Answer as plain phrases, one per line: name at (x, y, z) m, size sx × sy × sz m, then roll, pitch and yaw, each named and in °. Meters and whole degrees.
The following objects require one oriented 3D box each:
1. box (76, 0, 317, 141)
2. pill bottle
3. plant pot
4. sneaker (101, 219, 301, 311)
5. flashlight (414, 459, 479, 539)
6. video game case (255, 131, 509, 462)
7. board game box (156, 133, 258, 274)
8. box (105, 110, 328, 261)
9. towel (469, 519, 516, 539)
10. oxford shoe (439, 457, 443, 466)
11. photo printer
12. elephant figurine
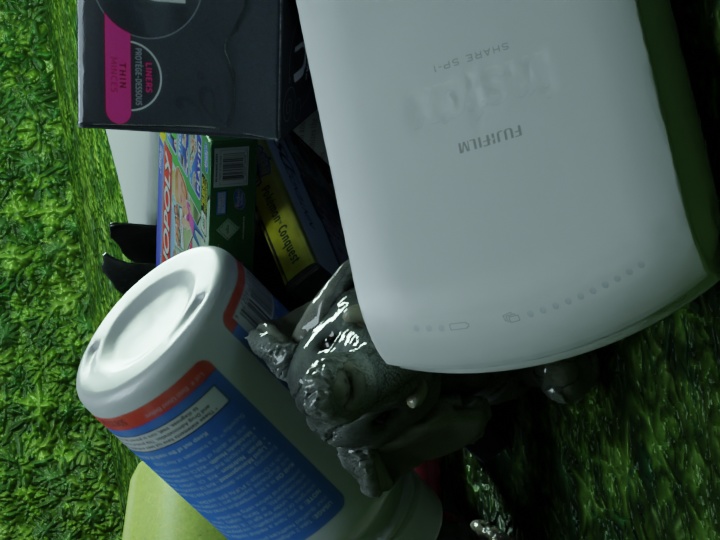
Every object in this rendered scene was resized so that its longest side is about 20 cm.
box at (-0.061, -0.147, 1.104) m, size 0.200 × 0.105 × 0.123 m, roll -51°, pitch -36°, yaw -69°
pill bottle at (-0.048, 0.091, 1.197) m, size 0.200 × 0.112 × 0.112 m, roll 47°, pitch -179°, yaw -24°
plant pot at (-0.140, 0.265, 1.983) m, size 0.201 × 0.199 × 0.185 m, roll 107°, pitch 163°, yaw -60°
sneaker at (-0.057, 0.013, 1.401) m, size 0.105 × 0.198 × 0.060 m, roll 83°, pitch -168°, yaw -50°
flashlight at (0.035, 0.121, 1.326) m, size 0.201 × 0.067 × 0.068 m, roll -92°, pitch -13°, yaw -52°
video game case at (0.000, 0.000, 1.301) m, size 0.200 × 0.025 × 0.181 m, roll 43°, pitch -165°, yaw -40°
board game box at (-0.091, -0.009, 1.281) m, size 0.135 × 0.029 × 0.201 m, roll -124°, pitch 33°, yaw -58°
box at (-0.075, -0.127, 1.451) m, size 0.200 × 0.170 × 0.201 m, roll 100°, pitch 157°, yaw -52°
towel at (0.092, 0.221, 1.282) m, size 0.200 × 0.034 × 0.134 m, roll -175°, pitch 76°, yaw -76°
oxford shoe at (0.002, 0.131, 1.518) m, size 0.200 × 0.071 × 0.072 m, roll 109°, pitch 148°, yaw -65°
photo printer at (0.064, -0.059, 0.967) m, size 0.069 × 0.165 × 0.201 m, roll 18°, pitch -121°, yaw -67°
elephant figurine at (0.012, 0.041, 1.097) m, size 0.141 × 0.199 × 0.156 m, roll 31°, pitch 139°, yaw 36°
